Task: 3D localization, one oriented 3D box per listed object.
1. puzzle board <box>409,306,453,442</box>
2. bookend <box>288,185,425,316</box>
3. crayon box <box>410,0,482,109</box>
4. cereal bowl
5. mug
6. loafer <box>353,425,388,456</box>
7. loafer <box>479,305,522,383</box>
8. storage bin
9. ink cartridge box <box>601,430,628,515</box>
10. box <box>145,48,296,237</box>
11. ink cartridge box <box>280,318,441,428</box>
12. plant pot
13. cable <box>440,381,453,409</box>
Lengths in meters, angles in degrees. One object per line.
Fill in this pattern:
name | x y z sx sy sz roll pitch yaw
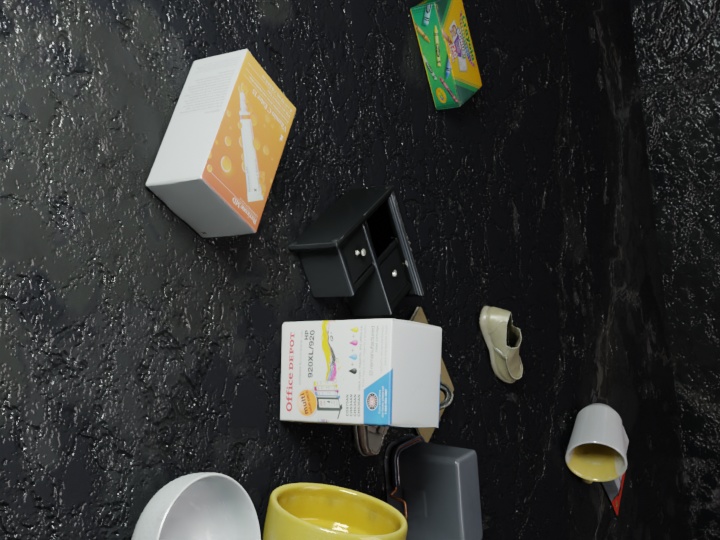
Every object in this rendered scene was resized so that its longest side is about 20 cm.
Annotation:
puzzle board | 0.109 0.192 1.760 0.151 0.017 0.202 -55 131 -43
bookend | 0.000 0.000 1.532 0.200 0.091 0.202 -45 125 -49
crayon box | 0.168 -0.429 1.874 0.119 0.057 0.203 -45 124 -50
cereal bowl | -0.210 0.345 1.170 0.199 0.082 0.205 7 82 -58
mug | 0.580 0.426 2.417 0.148 0.187 0.155 33 43 -13
loafer | 0.032 0.202 1.591 0.072 0.062 0.204 24 67 -55
loafer | 0.307 0.159 2.032 0.202 0.067 0.076 62 40 -34
storage bin | 0.128 0.392 1.662 0.145 0.132 0.205 -7 92 -58
ink cartridge box | 0.715 0.551 2.672 0.201 0.056 0.164 56 43 -33
box | -0.177 -0.163 1.258 0.124 0.096 0.203 46 50 -46
ink cartridge box | -0.001 0.151 1.417 0.144 0.197 0.151 12 77 -54
plant pot | -0.048 0.420 1.343 0.199 0.198 0.193 6 98 -57
cable | 0.050 0.180 1.543 0.098 0.197 0.051 -61 173 -24
